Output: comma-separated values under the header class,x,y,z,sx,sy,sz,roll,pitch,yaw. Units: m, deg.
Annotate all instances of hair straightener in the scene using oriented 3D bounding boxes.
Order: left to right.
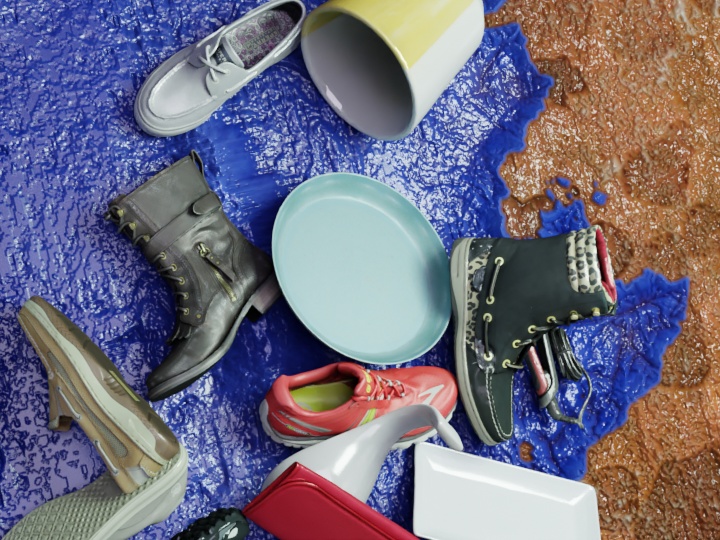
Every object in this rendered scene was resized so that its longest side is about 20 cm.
class,x,y,z,sx,sy,sz,roll,pitch,yaw
hair straightener,0.195,0.062,1.191,0.076,0.041,0.202,-18,79,-19

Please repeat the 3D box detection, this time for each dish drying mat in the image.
class,x,y,z,sx,sy,sz,roll,pitch,yaw
dish drying mat,-0.008,0.246,1.065,0.199,0.018,0.077,37,112,-26

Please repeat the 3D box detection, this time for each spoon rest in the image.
class,x,y,z,sx,sy,sz,roll,pitch,yaw
spoon rest,-0.002,0.181,1.072,0.199,0.061,0.100,-31,120,14

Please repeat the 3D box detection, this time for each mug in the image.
class,x,y,z,sx,sy,sz,roll,pitch,yaw
mug,0.048,-0.242,1.146,0.149,0.187,0.153,41,62,11

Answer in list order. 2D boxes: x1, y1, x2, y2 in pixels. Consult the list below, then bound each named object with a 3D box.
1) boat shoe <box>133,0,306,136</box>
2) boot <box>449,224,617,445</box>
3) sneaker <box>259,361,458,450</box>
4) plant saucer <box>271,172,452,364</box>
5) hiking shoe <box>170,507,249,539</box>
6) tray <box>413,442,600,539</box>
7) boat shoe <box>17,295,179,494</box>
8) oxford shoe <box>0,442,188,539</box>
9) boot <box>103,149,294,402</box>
class,x,y,z,sx,sy,sz,roll,pitch,yaw
boat shoe,-0.132,-0.201,1.137,0.199,0.068,0.072,-31,89,-19
boot,0.169,0.060,1.125,0.152,0.073,0.206,-9,83,25
sneaker,0.005,0.121,1.095,0.197,0.085,0.078,-7,57,-18
plant saucer,0.000,0.000,1.131,0.198,0.027,0.202,15,59,-25
hiking shoe,-0.160,0.301,1.039,0.087,0.074,0.200,44,81,-12
tray,0.141,0.237,1.138,0.198,0.022,0.108,16,46,-12
boat shoe,-0.248,0.110,1.029,0.076,0.072,0.200,-44,69,-1
oxford shoe,-0.233,0.223,1.033,0.199,0.058,0.075,-33,48,-18
boot,-0.175,0.003,1.092,0.174,0.069,0.200,45,61,-3
